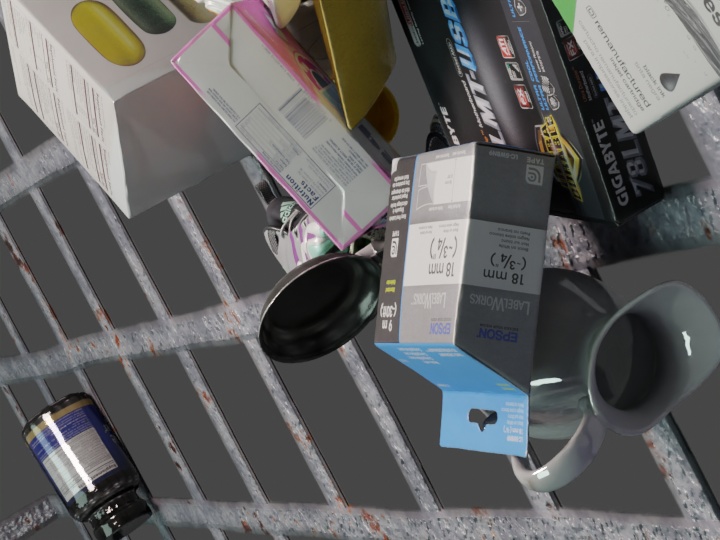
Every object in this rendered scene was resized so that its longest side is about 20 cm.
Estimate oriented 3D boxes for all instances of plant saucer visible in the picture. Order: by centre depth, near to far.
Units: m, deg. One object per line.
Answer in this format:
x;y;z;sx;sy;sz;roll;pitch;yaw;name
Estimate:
-0.020;-0.232;1.441;0.200;0.048;0.201;76;179;-63;plant saucer

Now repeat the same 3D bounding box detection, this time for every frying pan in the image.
-0.013;-0.001;1.607;0.190;0.115;0.031;-55;51;24;frying pan

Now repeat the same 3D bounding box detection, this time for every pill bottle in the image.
-0.379;0.280;2.873;0.200;0.112;0.112;56;158;11;pill bottle

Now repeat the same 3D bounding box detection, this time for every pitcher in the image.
0.134;0.077;1.425;0.121;0.172;0.200;50;161;-19;pitcher

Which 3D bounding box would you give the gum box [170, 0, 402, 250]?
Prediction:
-0.042;-0.109;1.540;0.200;0.066;0.114;48;-168;-3;gum box

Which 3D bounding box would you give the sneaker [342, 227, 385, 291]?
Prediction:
0.013;-0.004;1.695;0.077;0.088;0.200;45;154;33;sneaker

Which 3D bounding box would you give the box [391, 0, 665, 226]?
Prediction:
0.105;-0.135;1.392;0.198;0.050;0.201;13;128;60;box

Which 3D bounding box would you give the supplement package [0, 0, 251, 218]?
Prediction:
-0.207;-0.187;1.862;0.200;0.151;0.151;46;153;32;supplement package

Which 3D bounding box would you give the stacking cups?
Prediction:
-0.034;-0.129;1.698;0.200;0.060;0.061;14;130;66;stacking cups

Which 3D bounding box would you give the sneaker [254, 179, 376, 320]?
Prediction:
-0.046;-0.042;1.794;0.140;0.078;0.200;47;154;28;sneaker

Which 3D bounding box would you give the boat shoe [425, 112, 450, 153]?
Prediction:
0.065;-0.021;1.557;0.075;0.093;0.201;31;144;51;boat shoe

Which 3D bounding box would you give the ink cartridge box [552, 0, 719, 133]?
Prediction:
0.184;-0.179;1.113;0.146;0.084;0.200;59;158;2;ink cartridge box

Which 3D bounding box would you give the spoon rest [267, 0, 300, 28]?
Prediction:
-0.087;-0.273;1.531;0.099;0.060;0.201;76;180;-73;spoon rest

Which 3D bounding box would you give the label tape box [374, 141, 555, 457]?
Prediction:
0.065;0.020;1.392;0.144;0.063;0.201;175;102;-69;label tape box

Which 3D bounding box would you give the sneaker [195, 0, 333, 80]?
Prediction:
-0.075;-0.239;1.638;0.200;0.076;0.092;39;143;27;sneaker
